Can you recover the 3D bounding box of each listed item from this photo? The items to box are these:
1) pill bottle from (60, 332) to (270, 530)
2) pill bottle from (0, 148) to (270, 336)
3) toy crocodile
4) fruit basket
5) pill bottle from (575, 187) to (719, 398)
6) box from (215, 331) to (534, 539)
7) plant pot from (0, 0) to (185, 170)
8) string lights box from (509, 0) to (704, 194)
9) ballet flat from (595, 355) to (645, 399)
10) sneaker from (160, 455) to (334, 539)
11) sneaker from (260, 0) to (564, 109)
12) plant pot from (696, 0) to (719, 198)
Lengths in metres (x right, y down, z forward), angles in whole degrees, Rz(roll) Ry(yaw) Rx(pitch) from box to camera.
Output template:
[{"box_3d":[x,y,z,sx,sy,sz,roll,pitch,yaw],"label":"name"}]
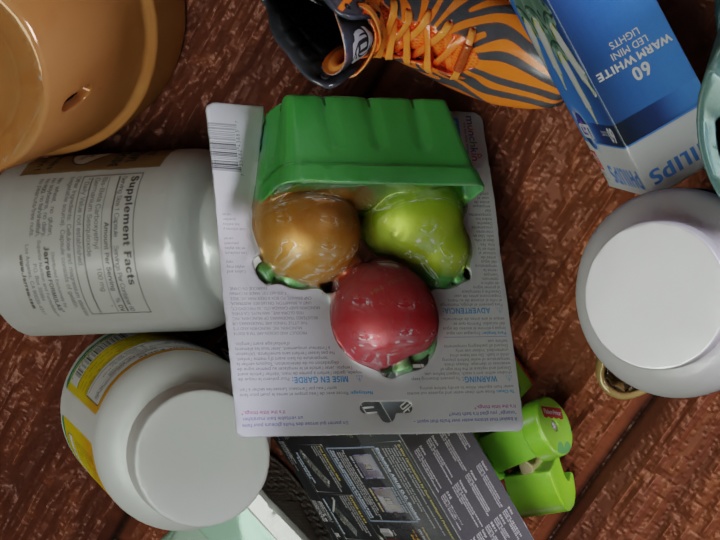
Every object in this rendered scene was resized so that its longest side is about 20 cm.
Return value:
[{"box_3d":[-0.119,0.100,1.735,0.112,0.200,0.113,-2,96,-15],"label":"pill bottle"},{"box_3d":[-0.126,-0.018,1.736,0.199,0.114,0.115,-2,115,23],"label":"pill bottle"},{"box_3d":[0.079,0.069,1.738,0.067,0.062,0.200,-26,100,31],"label":"toy crocodile"},{"box_3d":[0.000,0.000,1.627,0.094,0.184,0.201,155,112,-64],"label":"fruit basket"},{"box_3d":[0.184,0.011,1.513,0.112,0.200,0.113,0,91,19],"label":"pill bottle"},{"box_3d":[0.009,0.111,1.745,0.158,0.050,0.200,-8,116,58],"label":"box"},{"box_3d":[-0.224,-0.146,1.694,0.199,0.140,0.201,10,120,17],"label":"plant pot"},{"box_3d":[0.129,-0.144,1.560,0.059,0.103,0.201,-30,99,-5],"label":"string lights box"},{"box_3d":[0.212,0.012,1.647,0.069,0.063,0.200,39,123,-5],"label":"ballet flat"},{"box_3d":[-0.048,0.228,1.856,0.118,0.074,0.201,-41,87,26],"label":"sneaker"},{"box_3d":[0.025,-0.132,1.617,0.199,0.112,0.078,23,123,8],"label":"sneaker"},{"box_3d":[0.270,-0.106,1.476,0.199,0.196,0.201,7,116,15],"label":"plant pot"}]
